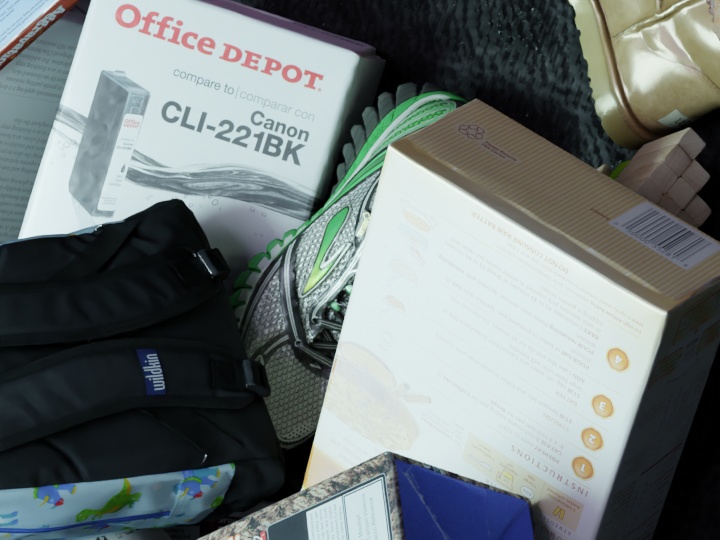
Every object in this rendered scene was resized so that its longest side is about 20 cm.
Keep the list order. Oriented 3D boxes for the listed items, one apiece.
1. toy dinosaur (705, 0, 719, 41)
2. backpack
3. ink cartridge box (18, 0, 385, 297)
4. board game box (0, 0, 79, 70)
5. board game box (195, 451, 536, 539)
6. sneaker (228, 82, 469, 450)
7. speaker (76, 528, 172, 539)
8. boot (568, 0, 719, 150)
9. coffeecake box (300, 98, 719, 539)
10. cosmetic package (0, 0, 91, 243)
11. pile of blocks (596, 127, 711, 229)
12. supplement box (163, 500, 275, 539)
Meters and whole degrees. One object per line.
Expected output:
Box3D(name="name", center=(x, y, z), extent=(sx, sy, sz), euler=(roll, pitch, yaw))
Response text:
Box3D(name="toy dinosaur", center=(0.198, -0.094, 1.208), extent=(0.200, 0.086, 0.136), euler=(48, 132, 20))
Box3D(name="backpack", center=(-0.163, 0.064, 1.340), extent=(0.154, 0.200, 0.164), euler=(-40, 66, 44))
Box3D(name="ink cartridge box", center=(-0.088, -0.041, 1.460), extent=(0.144, 0.084, 0.201), euler=(18, 95, 8))
Box3D(name="board game box", center=(-0.243, -0.134, 1.551), extent=(0.200, 0.019, 0.103), euler=(-38, 72, 24))
Box3D(name="board game box", center=(-0.019, 0.194, 1.233), extent=(0.200, 0.097, 0.160), euler=(-27, 57, 35))
Box3D(name="sneaker", center=(0.000, 0.000, 1.382), extent=(0.200, 0.078, 0.085), euler=(-59, 28, -1))
Box3D(name="speaker", center=(-0.171, 0.107, 1.437), extent=(0.200, 0.081, 0.081), euler=(47, 114, 21))
Box3D(name="boot", center=(0.186, -0.161, 1.295), extent=(0.200, 0.066, 0.176), euler=(-23, 80, 38))
Box3D(name="coffeecake box", center=(0.069, 0.051, 1.282), extent=(0.153, 0.073, 0.201), euler=(32, 127, 25))
Box3D(name="cosmetic package", center=(-0.225, -0.072, 1.611), extent=(0.071, 0.101, 0.200), euler=(39, 107, 30))
Box3D(name="pile of blocks", center=(0.105, 0.005, 1.348), extent=(0.062, 0.082, 0.200), euler=(46, 133, -10))
Box3D(name="supplement box", center=(-0.098, 0.220, 1.476), extent=(0.109, 0.061, 0.201), euler=(-5, 78, 43))
